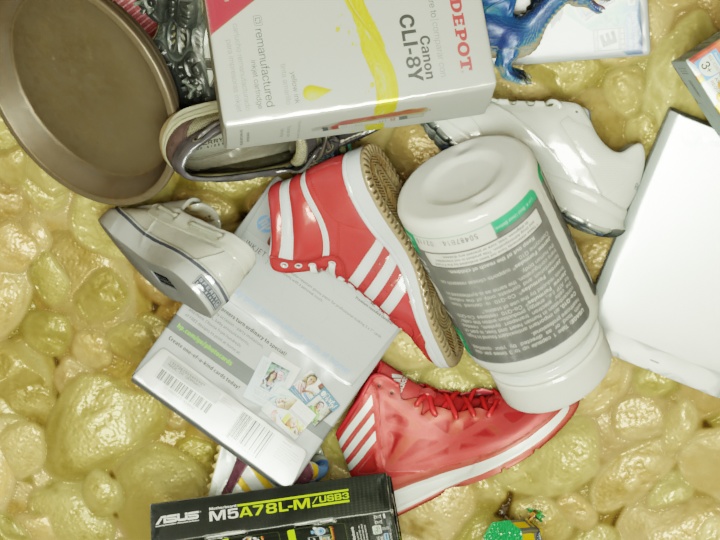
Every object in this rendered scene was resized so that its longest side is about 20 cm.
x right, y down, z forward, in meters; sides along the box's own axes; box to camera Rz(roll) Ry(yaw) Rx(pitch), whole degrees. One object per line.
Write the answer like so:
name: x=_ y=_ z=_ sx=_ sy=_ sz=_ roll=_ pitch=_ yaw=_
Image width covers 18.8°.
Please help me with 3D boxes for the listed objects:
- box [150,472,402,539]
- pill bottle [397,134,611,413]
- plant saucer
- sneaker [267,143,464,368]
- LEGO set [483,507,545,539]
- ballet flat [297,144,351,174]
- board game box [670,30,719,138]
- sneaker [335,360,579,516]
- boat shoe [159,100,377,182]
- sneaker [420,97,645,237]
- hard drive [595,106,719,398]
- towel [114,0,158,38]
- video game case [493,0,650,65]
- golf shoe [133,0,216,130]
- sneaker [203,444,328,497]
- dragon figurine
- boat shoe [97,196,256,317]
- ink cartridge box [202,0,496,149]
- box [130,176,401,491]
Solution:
box: x=-0.058 y=0.249 z=1.750 sx=0.192 sy=0.048 sz=0.200 roll=-7 pitch=137 yaw=4
pill bottle: x=0.115 y=0.006 z=1.665 sx=0.113 sy=0.113 sz=0.200 roll=-22 pitch=121 yaw=10
plant saucer: x=-0.215 y=-0.144 z=1.701 sx=0.200 sy=0.029 sz=0.201 roll=23 pitch=134 yaw=26
sneaker: x=0.000 y=0.000 z=1.694 sx=0.112 sy=0.071 sz=0.200 roll=-16 pitch=117 yaw=24
LEGO set: x=0.142 y=0.301 z=1.789 sx=0.154 sy=0.116 sz=0.201 roll=29 pitch=101 yaw=29
ballet flat: x=-0.047 y=-0.135 z=1.696 sx=0.074 sy=0.074 sz=0.201 roll=-2 pitch=114 yaw=6
board game box: x=0.350 y=-0.170 z=1.637 sx=0.200 sy=0.105 sz=0.103 roll=-33 pitch=93 yaw=5
sneaker: x=0.069 y=0.112 z=1.753 sx=0.200 sy=0.078 sz=0.116 roll=-29 pitch=99 yaw=10
boat shoe: x=-0.050 y=-0.106 z=1.636 sx=0.199 sy=0.065 sz=0.072 roll=-13 pitch=123 yaw=-8
sneaker: x=0.132 y=-0.102 z=1.714 sx=0.199 sy=0.075 sz=0.087 roll=28 pitch=88 yaw=-5
hard drive: x=0.268 y=-0.013 z=1.732 sx=0.131 sy=0.026 sz=0.201 roll=22 pitch=104 yaw=1
towel: x=-0.119 y=-0.207 z=1.731 sx=0.200 sy=0.023 sz=0.144 roll=-29 pitch=97 yaw=11
video game case: x=0.130 y=-0.261 z=1.694 sx=0.182 sy=0.022 sz=0.201 roll=-4 pitch=102 yaw=7
golf shoe: x=-0.125 y=-0.179 z=1.690 sx=0.078 sy=0.094 sz=0.201 roll=23 pitch=131 yaw=23
sneaker: x=-0.076 y=0.177 z=1.782 sx=0.090 sy=0.075 sz=0.201 roll=14 pitch=104 yaw=8
dragon figurine: x=0.090 y=-0.199 z=1.670 sx=0.199 sy=0.059 sz=0.100 roll=7 pitch=102 yaw=4
boat shoe: x=-0.140 y=-0.023 z=1.702 sx=0.070 sy=0.200 sz=0.071 roll=-43 pitch=117 yaw=-12
ink cartridge box: x=-0.011 y=-0.178 z=1.573 sx=0.199 sy=0.083 sz=0.146 roll=-9 pitch=81 yaw=-4
box: x=-0.064 y=0.050 z=1.732 sx=0.156 sy=0.041 sz=0.200 roll=35 pitch=80 yaw=-3
